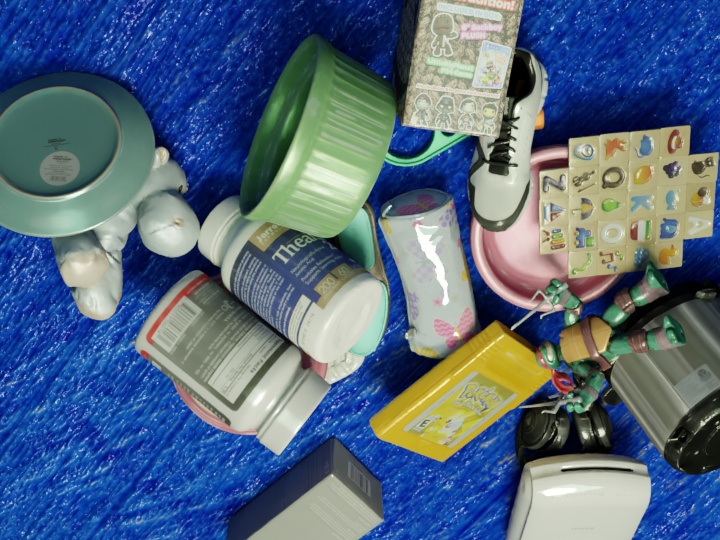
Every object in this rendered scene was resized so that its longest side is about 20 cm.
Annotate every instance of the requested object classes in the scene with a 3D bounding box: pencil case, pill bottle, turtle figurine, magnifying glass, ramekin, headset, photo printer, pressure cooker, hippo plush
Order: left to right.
[{"bbox_3d":[-0.264,-0.056,1.037,0.160,0.201,0.160,-22,158,-13],"label":"hippo plush"},{"bbox_3d":[-0.138,0.103,1.021,0.200,0.114,0.114,38,109,3],"label":"pill bottle"},{"bbox_3d":[-0.082,0.002,1.026,0.200,0.111,0.111,36,113,22],"label":"pill bottle"},{"bbox_3d":[-0.044,-0.132,0.964,0.097,0.200,0.201,20,112,-19],"label":"ramekin"},{"bbox_3d":[0.083,0.005,1.090,0.090,0.083,0.201,-7,115,15],"label":"pencil case"},{"bbox_3d":[0.107,-0.164,1.050,0.198,0.022,0.080,-5,114,2],"label":"magnifying glass"},{"bbox_3d":[0.267,0.208,1.183,0.122,0.094,0.201,0,126,-3],"label":"headset"},{"bbox_3d":[0.282,0.309,1.208,0.165,0.070,0.201,0,137,-3],"label":"photo printer"},{"bbox_3d":[0.258,0.076,1.054,0.199,0.100,0.151,-28,75,28],"label":"turtle figurine"},{"bbox_3d":[0.389,0.113,1.097,0.175,0.201,0.179,-16,138,-17],"label":"pressure cooker"}]

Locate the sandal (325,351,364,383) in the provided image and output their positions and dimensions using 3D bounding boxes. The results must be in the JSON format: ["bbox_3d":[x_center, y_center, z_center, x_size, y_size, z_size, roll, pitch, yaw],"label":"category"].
[{"bbox_3d":[-0.089,0.125,1.150,0.201,0.050,0.083,-14,91,7],"label":"sandal"}]

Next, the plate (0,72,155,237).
[{"bbox_3d":[-0.316,-0.129,0.967,0.198,0.202,0.026,1,155,-3],"label":"plate"}]

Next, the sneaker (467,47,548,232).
[{"bbox_3d":[0.151,-0.142,0.985,0.073,0.080,0.202,7,83,17],"label":"sneaker"}]

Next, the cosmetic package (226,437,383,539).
[{"bbox_3d":[-0.076,0.331,1.230,0.200,0.090,0.107,-37,111,16],"label":"cosmetic package"}]

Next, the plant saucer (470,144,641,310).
[{"bbox_3d":[0.225,-0.052,1.079,0.199,0.051,0.202,-1,114,-3],"label":"plant saucer"}]

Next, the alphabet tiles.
[{"bbox_3d":[0.297,-0.074,1.034,0.198,0.006,0.168,-6,114,0],"label":"alphabet tiles"}]

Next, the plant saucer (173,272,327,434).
[{"bbox_3d":[-0.139,0.100,1.104,0.199,0.051,0.202,1,95,7],"label":"plant saucer"}]

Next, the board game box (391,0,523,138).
[{"bbox_3d":[0.096,-0.250,0.924,0.096,0.160,0.202,7,108,-5],"label":"board game box"}]

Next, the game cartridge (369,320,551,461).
[{"bbox_3d":[0.132,0.155,1.139,0.200,0.033,0.176,-39,144,15],"label":"game cartridge"}]

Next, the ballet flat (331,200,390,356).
[{"bbox_3d":[0.000,0.000,1.091,0.067,0.068,0.201,-3,114,-3],"label":"ballet flat"}]
